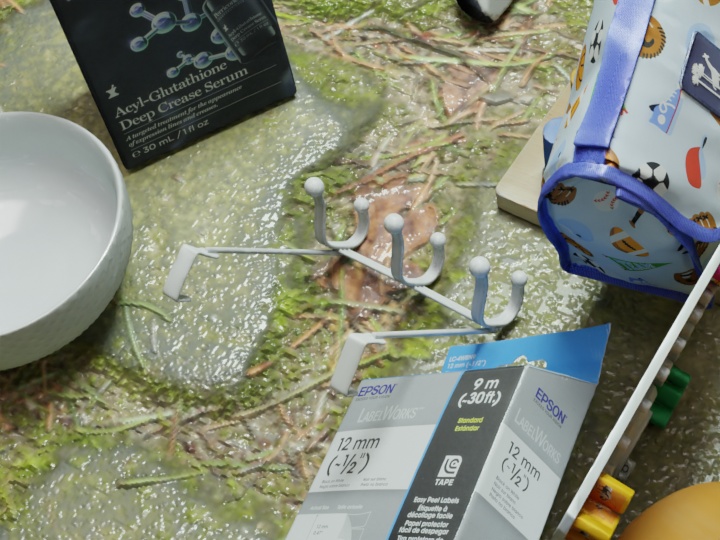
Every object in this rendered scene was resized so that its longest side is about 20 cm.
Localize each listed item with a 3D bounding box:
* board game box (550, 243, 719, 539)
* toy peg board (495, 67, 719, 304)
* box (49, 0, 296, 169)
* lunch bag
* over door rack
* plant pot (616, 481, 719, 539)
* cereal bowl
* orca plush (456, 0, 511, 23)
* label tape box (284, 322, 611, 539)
[{"bbox_3d":[0.148,0.096,0.782,0.026,0.201,0.201,29,64,13],"label":"board game box"},{"bbox_3d":[0.220,-0.108,0.971,0.198,0.098,0.200,25,63,26],"label":"toy peg board"},{"bbox_3d":[-0.147,-0.199,1.044,0.147,0.201,0.108,-25,53,-7],"label":"box"},{"bbox_3d":[0.174,-0.090,0.828,0.122,0.200,0.172,13,75,24],"label":"lunch bag"},{"bbox_3d":[0.000,0.000,0.897,0.147,0.067,0.199,26,25,29],"label":"over door rack"},{"bbox_3d":[0.208,0.209,0.705,0.199,0.202,0.183,-29,38,-10],"label":"plant pot"},{"bbox_3d":[-0.250,-0.011,1.004,0.197,0.084,0.202,-5,55,7],"label":"cereal bowl"},{"bbox_3d":[0.098,-0.296,1.114,0.070,0.203,0.105,14,13,36],"label":"orca plush"},{"bbox_3d":[0.049,0.104,0.834,0.142,0.066,0.202,-11,46,48],"label":"label tape box"}]
